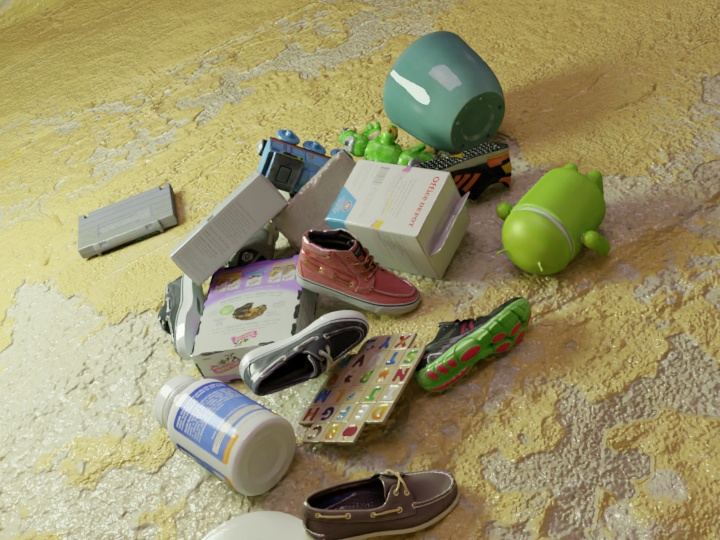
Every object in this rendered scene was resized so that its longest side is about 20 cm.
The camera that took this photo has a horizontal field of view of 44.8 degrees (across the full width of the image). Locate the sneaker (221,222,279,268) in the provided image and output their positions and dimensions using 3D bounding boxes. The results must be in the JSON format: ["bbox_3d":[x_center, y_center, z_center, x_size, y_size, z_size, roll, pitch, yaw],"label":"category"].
[{"bbox_3d":[-0.238,-0.015,1.514,0.199,0.075,0.116,-15,51,19],"label":"sneaker"}]

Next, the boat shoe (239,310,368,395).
[{"bbox_3d":[-0.070,0.121,1.240,0.199,0.072,0.068,-20,33,-20],"label":"boat shoe"}]

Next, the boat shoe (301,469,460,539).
[{"bbox_3d":[0.026,0.276,1.053,0.199,0.060,0.072,-12,34,-11],"label":"boat shoe"}]

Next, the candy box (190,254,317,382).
[{"bbox_3d":[-0.162,0.075,1.378,0.167,0.072,0.200,-9,40,13],"label":"candy box"}]

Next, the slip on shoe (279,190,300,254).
[{"bbox_3d":[-0.124,-0.087,1.557,0.061,0.076,0.200,-42,39,21],"label":"slip on shoe"}]

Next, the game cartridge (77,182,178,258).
[{"bbox_3d":[-0.462,-0.097,1.733,0.199,0.038,0.130,-21,43,-1],"label":"game cartridge"}]

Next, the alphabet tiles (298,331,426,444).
[{"bbox_3d":[0.001,0.162,1.217,0.166,0.006,0.200,-10,36,44],"label":"alphabet tiles"}]

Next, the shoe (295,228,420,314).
[{"bbox_3d":[0.000,0.000,1.332,0.199,0.091,0.072,15,42,4],"label":"shoe"}]

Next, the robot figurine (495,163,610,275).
[{"bbox_3d":[0.293,-0.075,1.324,0.175,0.116,0.200,23,56,34],"label":"robot figurine"}]

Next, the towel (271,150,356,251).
[{"bbox_3d":[-0.049,-0.101,1.492,0.200,0.133,0.034,-47,8,-28],"label":"towel"}]

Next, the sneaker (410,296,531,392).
[{"bbox_3d":[0.153,0.088,1.227,0.199,0.077,0.084,-29,44,-13],"label":"sneaker"}]

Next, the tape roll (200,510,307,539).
[{"bbox_3d":[-0.129,0.382,1.039,0.202,0.037,0.203,-12,39,10],"label":"tape roll"}]

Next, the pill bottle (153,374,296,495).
[{"bbox_3d":[-0.192,0.216,1.197,0.200,0.112,0.112,22,55,39],"label":"pill bottle"}]

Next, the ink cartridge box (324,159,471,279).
[{"bbox_3d":[0.073,-0.080,1.399,0.199,0.125,0.129,14,64,33],"label":"ink cartridge box"}]

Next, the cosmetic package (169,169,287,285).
[{"bbox_3d":[-0.216,-0.072,1.431,0.200,0.074,0.102,-45,14,-1],"label":"cosmetic package"}]

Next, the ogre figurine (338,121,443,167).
[{"bbox_3d":[0.050,-0.209,1.558,0.098,0.200,0.120,-53,-2,16],"label":"ogre figurine"}]

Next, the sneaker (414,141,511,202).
[{"bbox_3d":[0.166,-0.149,1.480,0.199,0.090,0.070,-19,21,-7],"label":"sneaker"}]

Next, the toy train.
[{"bbox_3d":[-0.092,-0.181,1.568,0.199,0.087,0.114,18,31,-15],"label":"toy train"}]

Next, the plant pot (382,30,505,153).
[{"bbox_3d":[0.166,-0.308,1.593,0.200,0.201,0.161,-31,52,-14],"label":"plant pot"}]

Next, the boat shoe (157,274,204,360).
[{"bbox_3d":[-0.298,0.078,1.431,0.068,0.072,0.200,-18,40,5],"label":"boat shoe"}]
